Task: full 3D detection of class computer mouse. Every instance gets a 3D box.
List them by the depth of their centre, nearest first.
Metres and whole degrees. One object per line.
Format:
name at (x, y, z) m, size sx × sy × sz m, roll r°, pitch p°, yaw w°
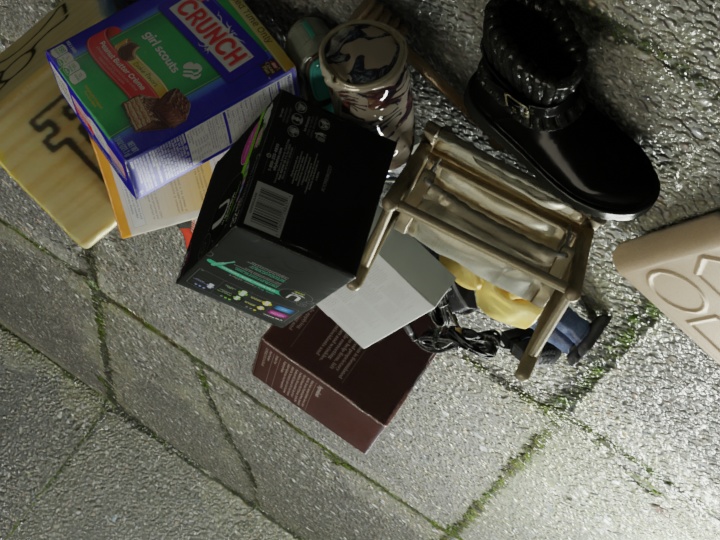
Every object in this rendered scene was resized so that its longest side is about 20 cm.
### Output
computer mouse at (0.169, 0.078, 1.647) m, size 0.200 × 0.034 × 0.059 m, roll 9°, pitch -147°, yaw -50°
computer mouse at (0.083, 0.018, 1.713) m, size 0.140 × 0.046 × 0.200 m, roll -6°, pitch 126°, yaw 45°

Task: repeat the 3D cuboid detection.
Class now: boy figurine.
boy figurine at (0.176, 0.029, 1.605) m, size 0.200 × 0.064 × 0.124 m, roll 35°, pitch 159°, yaw 6°

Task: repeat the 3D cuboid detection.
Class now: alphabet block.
alphabet block at (-0.306, -0.183, 1.627) m, size 0.196 × 0.200 × 0.195 m, roll 49°, pitch -173°, yaw -27°

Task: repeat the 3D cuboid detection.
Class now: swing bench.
swing bench at (0.121, -0.037, 1.382) m, size 0.199 × 0.200 × 0.130 m, roll 27°, pitch 132°, yaw 2°

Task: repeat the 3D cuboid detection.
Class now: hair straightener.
hair straightener at (0.073, 0.019, 1.620) m, size 0.077 × 0.041 × 0.200 m, roll 51°, pitch 163°, yaw 53°

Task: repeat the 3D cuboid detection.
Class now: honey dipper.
honey dipper at (0.071, -0.183, 1.374) m, size 0.200 × 0.038 × 0.038 m, roll 41°, pitch 158°, yaw -19°

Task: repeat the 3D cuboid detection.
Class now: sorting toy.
sorting toy at (0.359, 0.030, 1.379) m, size 0.200 × 0.036 × 0.185 m, roll 45°, pitch 157°, yaw -10°

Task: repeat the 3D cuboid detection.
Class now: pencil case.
pencil case at (0.006, -0.158, 1.345) m, size 0.078 × 0.089 × 0.200 m, roll 45°, pitch 168°, yaw 18°

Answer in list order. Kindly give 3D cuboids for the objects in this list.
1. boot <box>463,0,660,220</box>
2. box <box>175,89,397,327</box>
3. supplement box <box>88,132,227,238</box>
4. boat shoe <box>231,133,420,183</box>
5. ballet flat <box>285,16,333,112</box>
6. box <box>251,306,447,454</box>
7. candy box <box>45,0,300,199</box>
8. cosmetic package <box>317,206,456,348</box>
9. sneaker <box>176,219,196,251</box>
boot at (0.182, -0.139, 1.232) m, size 0.211 × 0.079 × 0.158 m, roll 35°, pitch 158°, yaw 6°
box at (-0.074, -0.052, 1.358) m, size 0.124 × 0.149 × 0.200 m, roll 23°, pitch 158°, yaw -15°
supplement box at (-0.180, -0.128, 1.537) m, size 0.074 × 0.200 × 0.126 m, roll -116°, pitch 13°, yaw -58°
boat shoe at (-0.037, -0.115, 1.492) m, size 0.075 × 0.200 × 0.062 m, roll -122°, pitch 33°, yaw -54°
ballet flat at (-0.043, -0.195, 1.505) m, size 0.064 × 0.067 × 0.200 m, roll 58°, pitch 167°, yaw 24°
box at (-0.017, 0.110, 1.921) m, size 0.200 × 0.166 × 0.164 m, roll 35°, pitch 158°, yaw 4°
candy box at (-0.186, -0.194, 1.450) m, size 0.169 × 0.200 × 0.077 m, roll 52°, pitch 163°, yaw 25°
cosmetic package at (0.000, 0.000, 1.605) m, size 0.151 × 0.052 × 0.200 m, roll 41°, pitch 153°, yaw -8°
sneaker at (-0.152, -0.040, 1.727) m, size 0.108 × 0.067 × 0.201 m, roll 18°, pitch 166°, yaw 9°
